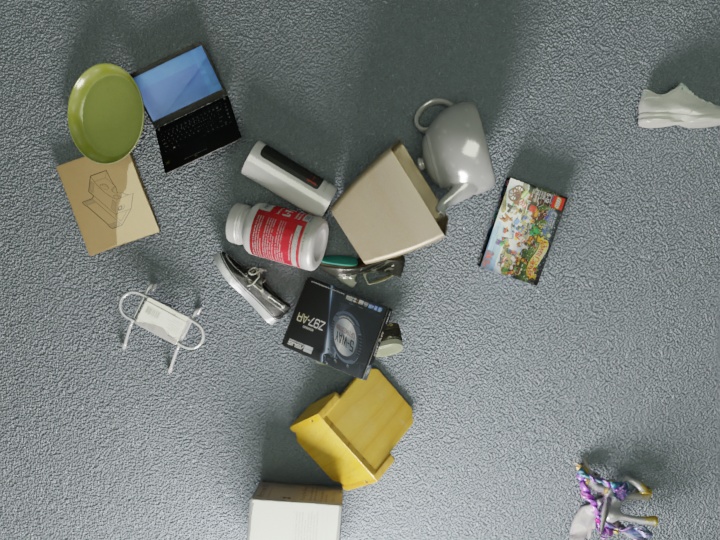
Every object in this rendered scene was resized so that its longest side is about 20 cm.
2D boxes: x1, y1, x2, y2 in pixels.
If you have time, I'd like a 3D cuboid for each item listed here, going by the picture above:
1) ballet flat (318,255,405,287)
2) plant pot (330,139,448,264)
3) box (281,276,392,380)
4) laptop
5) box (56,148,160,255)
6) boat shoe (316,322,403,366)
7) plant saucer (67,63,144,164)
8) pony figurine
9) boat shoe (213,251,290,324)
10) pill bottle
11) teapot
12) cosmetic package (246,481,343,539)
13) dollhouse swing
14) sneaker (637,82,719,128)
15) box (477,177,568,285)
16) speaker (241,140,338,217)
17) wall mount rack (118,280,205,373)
[{"bbox_3d":[0.000,0.000,1.440,0.196,0.068,0.070,-4,107,0],"label":"ballet flat"},{"bbox_3d":[0.053,-0.127,1.364,0.176,0.200,0.201,-32,98,15],"label":"plant pot"},{"bbox_3d":[-0.051,0.122,1.421,0.197,0.044,0.162,21,85,16],"label":"box"},{"bbox_3d":[-0.361,-0.333,1.361,0.175,0.104,0.202,-24,61,4],"label":"laptop"},{"bbox_3d":[-0.541,-0.153,1.431,0.161,0.021,0.203,-18,97,1],"label":"box"},{"bbox_3d":[-0.004,0.164,1.467,0.198,0.072,0.061,-13,58,13],"label":"boat shoe"},{"bbox_3d":[-0.519,-0.322,1.375,0.197,0.031,0.204,2,96,21],"label":"plant saucer"},{"bbox_3d":[0.561,0.542,1.501,0.197,0.167,0.195,20,66,0],"label":"pony figurine"},{"bbox_3d":[-0.231,0.025,1.435,0.068,0.074,0.200,-39,97,10],"label":"boat shoe"},{"bbox_3d":[-0.175,-0.077,1.392,0.197,0.112,0.114,15,99,12],"label":"pill bottle"},{"bbox_3d":[0.185,-0.241,1.352,0.144,0.201,0.200,-14,110,12],"label":"teapot"},{"bbox_3d":[-0.141,0.570,1.456,0.196,0.167,0.170,4,85,-1],"label":"cosmetic package"},{"bbox_3d":[-0.013,0.349,1.508,0.200,0.176,0.181,48,137,-7],"label":"dollhouse swing"},{"bbox_3d":[0.686,-0.348,1.395,0.196,0.075,0.090,2,87,0],"label":"sneaker"},{"bbox_3d":[0.350,-0.084,1.443,0.134,0.038,0.203,17,98,-3],"label":"box"},{"bbox_3d":[-0.147,-0.188,1.401,0.198,0.081,0.082,31,97,-4],"label":"speaker"},{"bbox_3d":[-0.439,0.129,1.454,0.198,0.075,0.176,28,94,-5],"label":"wall mount rack"}]
